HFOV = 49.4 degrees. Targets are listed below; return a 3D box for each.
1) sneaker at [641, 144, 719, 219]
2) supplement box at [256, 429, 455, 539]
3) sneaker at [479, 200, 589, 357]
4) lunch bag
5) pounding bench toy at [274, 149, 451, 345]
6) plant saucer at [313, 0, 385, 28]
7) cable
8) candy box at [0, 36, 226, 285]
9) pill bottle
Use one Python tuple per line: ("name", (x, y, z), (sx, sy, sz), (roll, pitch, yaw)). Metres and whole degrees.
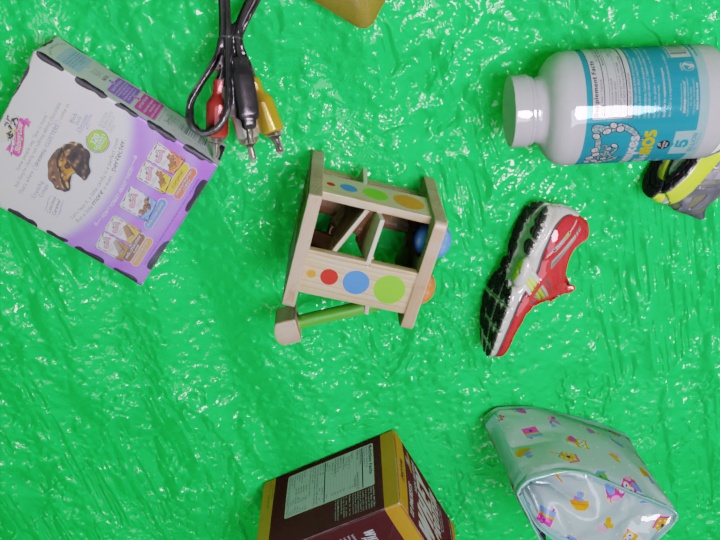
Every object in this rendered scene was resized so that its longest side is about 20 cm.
("sneaker", (0.391, -0.136, 0.814), (0.081, 0.074, 0.200), (30, 119, -26))
("supplement box", (0.002, 0.353, 1.019), (0.199, 0.133, 0.198), (-25, 116, 12))
("sneaker", (0.198, 0.021, 0.884), (0.084, 0.077, 0.201), (14, 117, -14))
("lunch bag", (0.249, 0.251, 0.950), (0.199, 0.171, 0.123), (22, 108, -12))
("pounding bench toy", (0.000, 0.000, 0.838), (0.155, 0.124, 0.201), (13, 117, -8))
("plant saucer", (-0.028, -0.348, 0.685), (0.199, 0.049, 0.201), (27, 107, -14))
("cable", (-0.128, -0.206, 0.757), (0.096, 0.050, 0.202), (-7, 99, -15))
("candy box", (-0.268, -0.109, 0.806), (0.199, 0.072, 0.168), (32, 113, -17))
("pill bottle", (0.244, -0.161, 0.767), (0.198, 0.111, 0.111), (-3, 118, 1))
